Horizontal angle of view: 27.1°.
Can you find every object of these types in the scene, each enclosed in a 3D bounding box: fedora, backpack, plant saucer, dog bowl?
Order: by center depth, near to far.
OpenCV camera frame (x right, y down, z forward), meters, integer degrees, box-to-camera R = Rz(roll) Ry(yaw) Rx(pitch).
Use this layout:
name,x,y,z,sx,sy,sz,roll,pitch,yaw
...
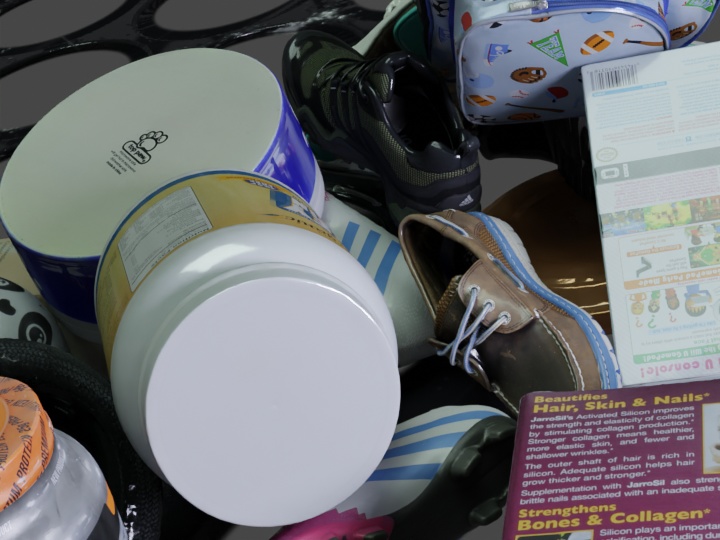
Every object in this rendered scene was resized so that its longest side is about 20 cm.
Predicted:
name,x,y,z,sx,sy,sz,roll,pitch,yaw
fedora,-0.207,0.138,0.811,0.199,0.202,0.092,-25,-4,-17
backpack,0.126,-0.183,0.911,0.188,0.156,0.200,-12,-15,1
dog bowl,-0.127,-0.051,0.957,0.198,0.079,0.201,-13,43,12
plant saucer,0.157,-0.024,0.992,0.198,0.033,0.201,-12,30,7

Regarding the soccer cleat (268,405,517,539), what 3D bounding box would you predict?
name,x,y,z,sx,sy,sz,roll,pitch,yaw
soccer cleat,0.003,0.133,0.771,0.199,0.071,0.086,-29,21,-32

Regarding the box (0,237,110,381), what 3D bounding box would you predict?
name,x,y,z,sx,sy,sz,roll,pitch,yaw
box,-0.172,0.022,1.033,0.198,0.078,0.095,-8,30,16

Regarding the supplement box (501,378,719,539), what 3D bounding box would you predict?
name,x,y,z,sx,sy,sz,roll,pitch,yaw
supplement box,0.130,0.145,0.636,0.129,0.104,0.201,-7,31,17

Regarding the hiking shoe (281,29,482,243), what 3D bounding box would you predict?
name,x,y,z,sx,sy,sz,roll,pitch,yaw
hiking shoe,0.019,-0.111,0.962,0.075,0.101,0.200,-22,53,-30

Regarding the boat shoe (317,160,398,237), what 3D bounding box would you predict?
name,x,y,z,sx,sy,sz,roll,pitch,yaw
boat shoe,-0.053,-0.045,1.093,0.198,0.076,0.060,-2,26,26

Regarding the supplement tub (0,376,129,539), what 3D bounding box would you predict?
name,x,y,z,sx,sy,sz,roll,pitch,yaw
supplement tub,-0.154,0.156,0.663,0.121,0.202,0.123,-12,29,7

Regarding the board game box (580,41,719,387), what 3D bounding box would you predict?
name,x,y,z,sx,sy,sz,roll,pitch,yaw
board game box,0.209,-0.027,0.834,0.146,0.064,0.202,-8,63,14

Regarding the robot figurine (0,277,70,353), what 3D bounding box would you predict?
name,x,y,z,sx,sy,sz,roll,pitch,yaw
robot figurine,-0.274,0.085,0.925,0.199,0.152,0.124,-31,19,-24

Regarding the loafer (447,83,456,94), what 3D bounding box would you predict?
name,x,y,z,sx,sy,sz,roll,pitch,yaw
loafer,0.108,-0.179,1.102,0.198,0.069,0.076,-3,32,20

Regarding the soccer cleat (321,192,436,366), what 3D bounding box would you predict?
name,x,y,z,sx,sy,sz,roll,pitch,yaw
soccer cleat,0.000,0.000,0.982,0.085,0.071,0.200,-7,34,-23

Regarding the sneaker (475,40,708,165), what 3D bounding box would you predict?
name,x,y,z,sx,sy,sz,roll,pitch,yaw
sneaker,0.178,-0.114,1.104,0.198,0.072,0.080,-9,29,30

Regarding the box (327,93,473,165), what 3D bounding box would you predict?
name,x,y,z,sx,sy,sz,roll,pitch,yaw
box,0.031,-0.119,1.181,0.136,0.040,0.200,-17,25,32

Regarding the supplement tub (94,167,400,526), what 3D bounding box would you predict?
name,x,y,z,sx,sy,sz,roll,pitch,yaw
supplement tub,-0.062,0.035,0.779,0.143,0.146,0.200,-20,20,-8

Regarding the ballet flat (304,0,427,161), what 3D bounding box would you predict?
name,x,y,z,sx,sy,sz,roll,pitch,yaw
ballet flat,0.026,-0.161,1.069,0.200,0.069,0.070,-40,26,12

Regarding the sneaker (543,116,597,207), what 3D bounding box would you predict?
name,x,y,z,sx,sy,sz,roll,pitch,yaw
sneaker,0.198,-0.085,0.985,0.114,0.076,0.201,-15,39,-9

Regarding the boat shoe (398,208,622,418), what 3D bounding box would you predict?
name,x,y,z,sx,sy,sz,roll,pitch,yaw
boat shoe,0.074,0.033,0.835,0.072,0.073,0.200,12,25,-30
